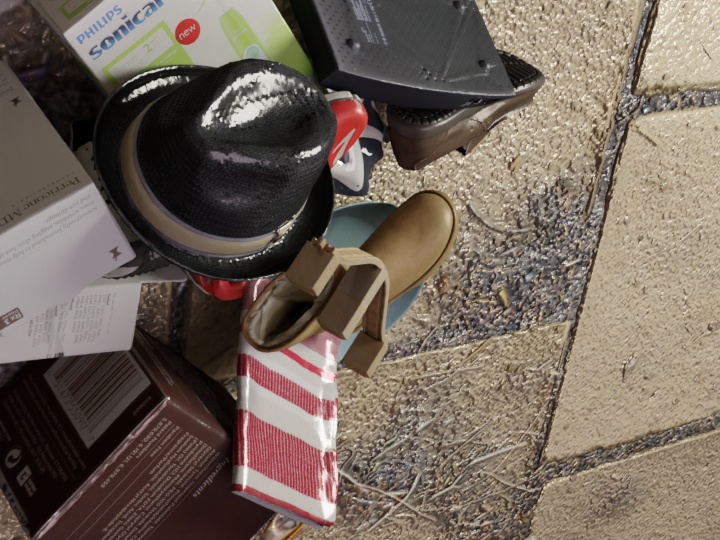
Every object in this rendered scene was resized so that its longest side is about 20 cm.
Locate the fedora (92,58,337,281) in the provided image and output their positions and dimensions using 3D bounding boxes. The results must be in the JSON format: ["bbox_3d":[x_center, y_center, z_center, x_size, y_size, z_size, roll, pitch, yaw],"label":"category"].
[{"bbox_3d":[-0.085,-0.090,0.956,0.200,0.201,0.092,2,150,-37],"label":"fedora"}]

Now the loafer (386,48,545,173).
[{"bbox_3d":[0.091,-0.148,1.242,0.200,0.073,0.071,-26,144,-38],"label":"loafer"}]

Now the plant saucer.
[{"bbox_3d":[-0.028,0.006,1.285,0.200,0.039,0.201,-21,137,-20],"label":"plant saucer"}]

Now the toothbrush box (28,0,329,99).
[{"bbox_3d":[-0.138,-0.174,1.058,0.146,0.086,0.200,-40,133,-6],"label":"toothbrush box"}]

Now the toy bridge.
[{"bbox_3d":[-0.007,0.019,1.049,0.067,0.027,0.200,-57,156,-14],"label":"toy bridge"}]

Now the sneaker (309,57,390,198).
[{"bbox_3d":[-0.051,-0.082,1.188,0.199,0.079,0.130,-51,127,-9],"label":"sneaker"}]

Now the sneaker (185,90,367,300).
[{"bbox_3d":[-0.058,-0.054,1.084,0.200,0.085,0.077,-47,148,9],"label":"sneaker"}]

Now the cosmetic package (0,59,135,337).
[{"bbox_3d":[-0.257,-0.056,0.971,0.113,0.200,0.081,-33,134,-13],"label":"cosmetic package"}]

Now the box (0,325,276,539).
[{"bbox_3d":[-0.197,0.164,1.193,0.164,0.166,0.200,-47,135,0],"label":"box"}]

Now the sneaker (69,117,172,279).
[{"bbox_3d":[-0.188,-0.058,1.029,0.073,0.200,0.080,-17,120,-20],"label":"sneaker"}]

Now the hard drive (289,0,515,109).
[{"bbox_3d":[0.031,-0.197,1.138,0.200,0.135,0.042,1,149,-40],"label":"hard drive"}]

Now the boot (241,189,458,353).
[{"bbox_3d":[0.000,0.000,1.148,0.175,0.066,0.200,-50,167,10],"label":"boot"}]

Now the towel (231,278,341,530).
[{"bbox_3d":[-0.063,0.117,1.200,0.023,0.201,0.144,-14,150,29],"label":"towel"}]

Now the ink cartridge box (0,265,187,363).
[{"bbox_3d":[-0.254,0.013,1.082,0.199,0.116,0.068,-5,123,-33],"label":"ink cartridge box"}]
